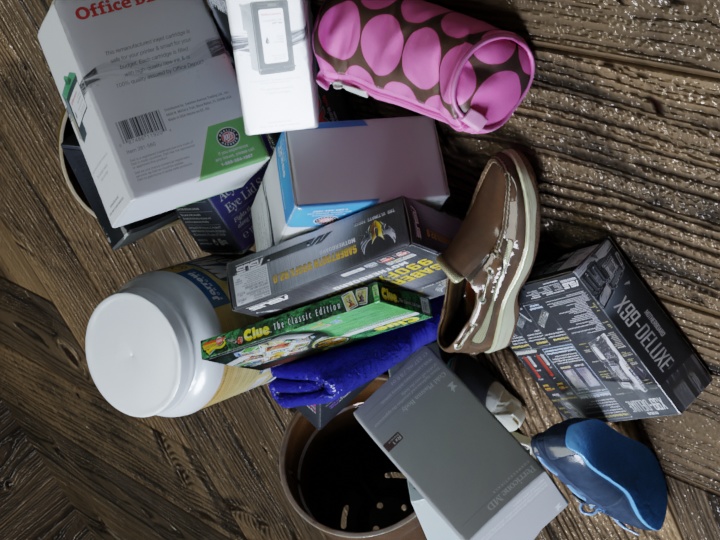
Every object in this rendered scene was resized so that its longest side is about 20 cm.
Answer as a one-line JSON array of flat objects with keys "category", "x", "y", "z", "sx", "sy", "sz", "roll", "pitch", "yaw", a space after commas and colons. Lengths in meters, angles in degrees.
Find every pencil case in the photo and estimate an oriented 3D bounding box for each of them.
[{"category": "pencil case", "x": 0.047, "y": -0.171, "z": 1.438, "sx": 0.199, "sy": 0.094, "sz": 0.091, "roll": 24, "pitch": 166, "yaw": 47}]

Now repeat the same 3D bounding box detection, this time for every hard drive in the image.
[{"category": "hard drive", "x": -0.201, "y": -0.122, "z": 1.817, "sx": 0.042, "sy": 0.199, "sz": 0.136, "roll": -6, "pitch": 113, "yaw": 53}]

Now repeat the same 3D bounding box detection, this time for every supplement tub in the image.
[{"category": "supplement tub", "x": -0.167, "y": 0.064, "z": 1.766, "sx": 0.143, "sy": 0.199, "sz": 0.147, "roll": 7, "pitch": 104, "yaw": 31}]

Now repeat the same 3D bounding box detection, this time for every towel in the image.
[{"category": "towel", "x": 0.011, "y": 0.069, "z": 1.750, "sx": 0.147, "sy": 0.199, "sz": 0.050, "roll": -17, "pitch": 102, "yaw": 61}]

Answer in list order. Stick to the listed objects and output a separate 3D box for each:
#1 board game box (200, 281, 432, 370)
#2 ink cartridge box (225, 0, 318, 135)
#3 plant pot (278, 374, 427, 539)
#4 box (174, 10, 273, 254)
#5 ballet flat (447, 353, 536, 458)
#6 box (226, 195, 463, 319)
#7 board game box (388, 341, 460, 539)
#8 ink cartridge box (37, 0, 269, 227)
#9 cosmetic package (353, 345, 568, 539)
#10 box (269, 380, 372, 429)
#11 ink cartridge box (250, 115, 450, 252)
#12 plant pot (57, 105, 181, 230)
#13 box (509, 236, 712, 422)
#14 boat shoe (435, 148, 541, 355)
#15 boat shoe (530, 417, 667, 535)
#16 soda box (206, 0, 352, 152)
[{"category": "board game box", "x": -0.042, "y": 0.055, "z": 1.649, "sx": 0.104, "sy": 0.198, "sz": 0.024, "roll": 21, "pitch": -125, "yaw": -58}, {"category": "ink cartridge box", "x": -0.078, "y": -0.232, "z": 1.491, "sx": 0.117, "sy": 0.067, "sz": 0.202, "roll": -93, "pitch": -2, "yaw": -54}, {"category": "plant pot", "x": 0.021, "y": 0.258, "z": 2.063, "sx": 0.200, "sy": 0.200, "sz": 0.199, "roll": 36, "pitch": 162, "yaw": 28}, {"category": "box", "x": -0.140, "y": -0.139, "z": 1.763, "sx": 0.201, "sy": 0.148, "sz": 0.104, "roll": 56, "pitch": 156, "yaw": -19}, {"category": "ballet flat", "x": 0.147, "y": 0.168, "z": 1.844, "sx": 0.073, "sy": 0.073, "sz": 0.202, "roll": 22, "pitch": 140, "yaw": 47}, {"category": "box", "x": 0.000, "y": 0.000, "z": 1.620, "sx": 0.158, "sy": 0.198, "sz": 0.049, "roll": 20, "pitch": -124, "yaw": -56}, {"category": "board game box", "x": 0.085, "y": 0.201, "z": 1.856, "sx": 0.148, "sy": 0.064, "sz": 0.201, "roll": 69, "pitch": -173, "yaw": -45}, {"category": "ink cartridge box", "x": -0.193, "y": -0.162, "z": 1.617, "sx": 0.202, "sy": 0.145, "sz": 0.084, "roll": 68, "pitch": 153, "yaw": 8}, {"category": "cosmetic package", "x": 0.096, "y": 0.182, "z": 1.699, "sx": 0.200, "sy": 0.107, "sz": 0.090, "roll": 43, "pitch": 174, "yaw": 40}, {"category": "box", "x": -0.037, "y": 0.063, "z": 1.929, "sx": 0.106, "sy": 0.122, "sz": 0.201, "roll": 41, "pitch": 156, "yaw": 19}, {"category": "ink cartridge box", "x": -0.015, "y": -0.064, "z": 1.638, "sx": 0.200, "sy": 0.143, "sz": 0.085, "roll": 122, "pitch": 140, "yaw": -67}, {"category": "plant pot", "x": -0.264, "y": -0.153, "z": 1.965, "sx": 0.187, "sy": 0.186, "sz": 0.200, "roll": 57, "pitch": 169, "yaw": -21}, {"category": "box", "x": 0.204, "y": 0.060, "z": 1.573, "sx": 0.158, "sy": 0.050, "sz": 0.200, "roll": 52, "pitch": 158, "yaw": -7}, {"category": "boat shoe", "x": 0.105, "y": -0.009, "z": 1.532, "sx": 0.075, "sy": 0.074, "sz": 0.204, "roll": -130, "pitch": 37, "yaw": -49}, {"category": "boat shoe", "x": 0.227, "y": 0.185, "z": 1.650, "sx": 0.068, "sy": 0.085, "sz": 0.200, "roll": -7, "pitch": 143, "yaw": 34}, {"category": "soda box", "x": -0.072, "y": -0.194, "z": 1.649, "sx": 0.063, "sy": 0.071, "sz": 0.201, "roll": 27, "pitch": 149, "yaw": 45}]
